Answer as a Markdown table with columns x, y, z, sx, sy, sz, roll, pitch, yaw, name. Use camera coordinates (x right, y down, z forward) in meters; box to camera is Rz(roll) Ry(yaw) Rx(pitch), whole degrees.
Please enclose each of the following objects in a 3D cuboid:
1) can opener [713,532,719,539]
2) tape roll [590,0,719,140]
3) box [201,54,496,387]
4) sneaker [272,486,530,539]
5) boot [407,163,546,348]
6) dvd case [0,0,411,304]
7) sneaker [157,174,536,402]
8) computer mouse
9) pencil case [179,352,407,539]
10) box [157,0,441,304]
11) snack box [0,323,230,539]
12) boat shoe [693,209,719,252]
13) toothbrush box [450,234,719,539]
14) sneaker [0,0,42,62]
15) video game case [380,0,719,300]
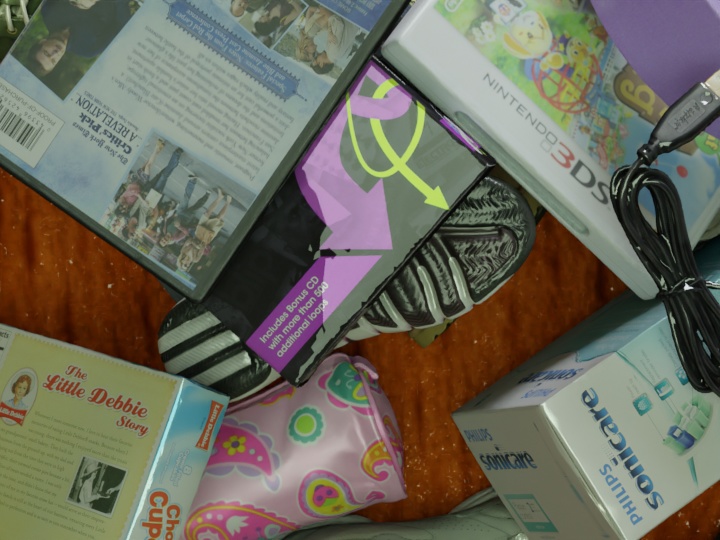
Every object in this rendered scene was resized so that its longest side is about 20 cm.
| x | y | z | sx | sy | sz | roll | pitch | yaw | name |
| --- | --- | --- | --- | --- | --- | --- | --- | --- | --- |
| 0.187 | 0.183 | 1.549 | 0.063 | 0.079 | 0.200 | 31 | 92 | 35 | can opener |
| 0.200 | -0.160 | 1.444 | 0.200 | 0.200 | 0.066 | 50 | 137 | -5 | tape roll |
| -0.057 | -0.063 | 1.392 | 0.200 | 0.036 | 0.143 | 41 | 98 | 4 | box |
| 0.044 | 0.158 | 1.521 | 0.200 | 0.092 | 0.076 | -9 | 97 | 0 | sneaker |
| 0.011 | -0.084 | 1.512 | 0.200 | 0.066 | 0.175 | 38 | 111 | 6 | boot |
| -0.076 | -0.104 | 1.364 | 0.143 | 0.018 | 0.200 | 35 | 96 | 3 | dvd case |
| 0.000 | 0.000 | 1.468 | 0.200 | 0.116 | 0.076 | -22 | 90 | 15 | sneaker |
| 0.206 | -0.046 | 1.374 | 0.200 | 0.046 | 0.140 | -35 | 110 | -8 | computer mouse |
| -0.077 | 0.108 | 1.518 | 0.200 | 0.087 | 0.088 | -18 | 96 | 3 | pencil case |
| -0.060 | -0.097 | 1.475 | 0.200 | 0.051 | 0.158 | -40 | 87 | 26 | box |
| -0.159 | 0.093 | 1.464 | 0.037 | 0.200 | 0.116 | 25 | 82 | -44 | snack box |
| 0.152 | -0.104 | 1.508 | 0.067 | 0.057 | 0.200 | 6 | 75 | -24 | boat shoe |
| 0.162 | 0.049 | 1.459 | 0.200 | 0.146 | 0.085 | -33 | 95 | -16 | toothbrush box |
| -0.189 | -0.133 | 1.447 | 0.200 | 0.090 | 0.067 | 13 | 96 | 30 | sneaker |
| 0.128 | -0.116 | 1.449 | 0.182 | 0.022 | 0.200 | 43 | 60 | -11 | video game case |
